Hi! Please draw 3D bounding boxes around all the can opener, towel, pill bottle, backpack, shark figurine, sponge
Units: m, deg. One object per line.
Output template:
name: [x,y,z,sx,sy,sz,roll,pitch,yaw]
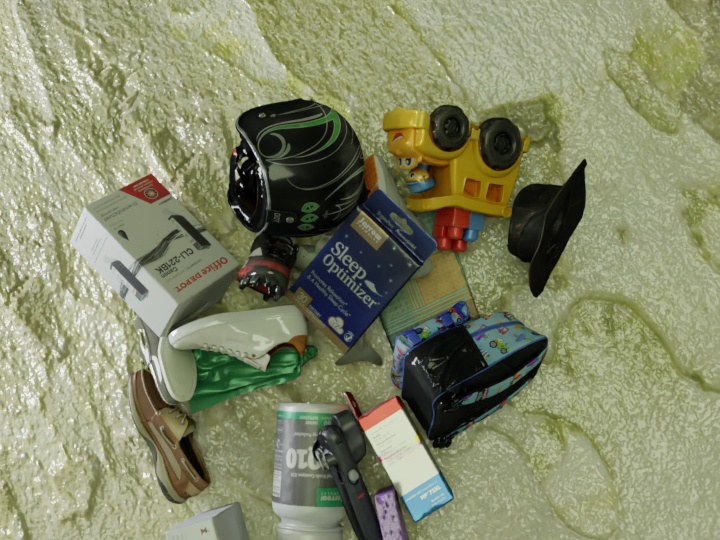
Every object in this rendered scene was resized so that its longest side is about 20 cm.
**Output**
can opener: [-0.009,0.293,1.366,0.077,0.063,0.203,-21,101,-17]
towel: [0.079,0.003,1.504,0.144,0.022,0.203,-21,83,2]
pill bottle: [-0.068,0.290,1.434,0.111,0.113,0.204,1,83,5]
backpack: [0.156,0.127,1.408,0.198,0.184,0.135,-28,64,-13]
shark figurine: [-0.015,0.028,1.470,0.089,0.128,0.216,-17,69,-41]
sponge: [0.047,0.353,1.372,0.029,0.200,0.114,-15,81,0]

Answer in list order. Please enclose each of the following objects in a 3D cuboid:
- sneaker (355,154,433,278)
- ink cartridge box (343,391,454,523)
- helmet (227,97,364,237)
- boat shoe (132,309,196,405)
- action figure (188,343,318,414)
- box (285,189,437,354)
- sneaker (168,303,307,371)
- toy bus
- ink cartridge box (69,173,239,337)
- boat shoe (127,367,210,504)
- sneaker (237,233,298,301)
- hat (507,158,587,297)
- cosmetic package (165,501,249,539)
sneaker: [0.049,-0.074,1.476,0.091,0.076,0.203,3,64,-34]
ink cartridge box: [0.054,0.244,1.427,0.067,0.116,0.202,-30,82,0]
helmet: [-0.085,-0.146,1.445,0.188,0.200,0.203,-16,81,-29]
boat shoe: [-0.288,0.113,1.470,0.060,0.072,0.204,-34,52,20]
action figure: [-0.158,0.136,1.489,0.196,0.055,0.121,-10,80,7]
box: [0.000,0.000,1.395,0.121,0.032,0.201,42,104,7]
sneaker: [-0.171,0.103,1.428,0.196,0.073,0.086,-9,78,-3]
toy bus: [0.123,-0.128,1.436,0.197,0.135,0.196,10,92,-28]
ink cartridge box: [-0.296,-0.023,1.468,0.200,0.144,0.084,45,131,7]
boat shoe: [-0.272,0.234,1.474,0.073,0.076,0.203,-22,91,15]
sneaker: [-0.128,-0.011,1.433,0.070,0.200,0.099,26,85,-8]
hat: [0.251,-0.070,1.427,0.080,0.200,0.204,21,85,22]
cosmetic package: [-0.202,0.384,1.388,0.073,0.200,0.104,-17,81,2]
